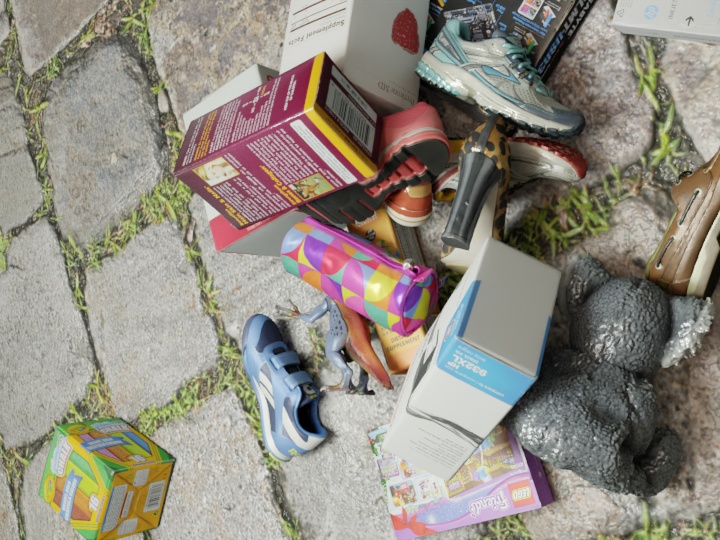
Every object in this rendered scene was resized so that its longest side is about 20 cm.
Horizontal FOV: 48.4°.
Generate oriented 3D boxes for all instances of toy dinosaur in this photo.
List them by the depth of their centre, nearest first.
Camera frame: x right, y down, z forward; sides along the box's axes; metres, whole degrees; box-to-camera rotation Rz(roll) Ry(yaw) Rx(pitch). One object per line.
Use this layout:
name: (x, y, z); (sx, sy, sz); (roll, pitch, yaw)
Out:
toy dinosaur: (-0.005, 0.059, 0.981); (0.199, 0.105, 0.183); (-10, 73, 45)

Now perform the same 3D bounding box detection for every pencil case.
pencil case: (0.000, 0.000, 0.919); (0.199, 0.088, 0.089); (24, 102, 33)

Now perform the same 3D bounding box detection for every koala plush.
koala plush: (0.240, 0.094, 0.778); (0.177, 0.183, 0.201); (28, 94, 32)

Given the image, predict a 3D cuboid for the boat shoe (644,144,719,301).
boat shoe: (0.330, -0.071, 0.770); (0.068, 0.072, 0.201); (23, 101, 33)

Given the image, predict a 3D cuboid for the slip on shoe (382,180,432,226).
slip on shoe: (0.028, -0.135, 0.971); (0.200, 0.074, 0.061); (56, 149, 39)

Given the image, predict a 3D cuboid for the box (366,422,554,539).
box: (0.110, 0.226, 0.936); (0.199, 0.039, 0.138); (-25, 73, 32)

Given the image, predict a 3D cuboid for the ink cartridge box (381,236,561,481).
ink cartridge box: (0.106, 0.091, 0.792); (0.083, 0.146, 0.201); (25, 136, 0)

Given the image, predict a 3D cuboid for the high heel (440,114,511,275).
high heel: (0.135, -0.070, 0.862); (0.071, 0.200, 0.143); (16, 79, 17)

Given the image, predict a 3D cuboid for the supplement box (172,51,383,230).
supplement box: (-0.088, -0.133, 0.860); (0.199, 0.110, 0.086); (-18, 47, 32)

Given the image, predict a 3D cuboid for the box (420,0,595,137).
box: (0.144, -0.288, 0.927); (0.200, 0.050, 0.199); (40, 111, 29)

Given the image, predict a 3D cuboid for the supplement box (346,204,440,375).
supplement box: (0.046, 0.021, 0.974); (0.066, 0.069, 0.201); (-25, 72, 30)

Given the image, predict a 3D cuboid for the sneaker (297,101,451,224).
sneaker: (0.013, -0.121, 0.902); (0.199, 0.074, 0.087); (-23, 48, 27)

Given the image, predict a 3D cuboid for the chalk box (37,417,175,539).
chalk box: (-0.410, 0.313, 1.252); (0.199, 0.124, 0.126); (22, 100, 34)

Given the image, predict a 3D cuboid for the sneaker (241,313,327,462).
sneaker: (-0.099, 0.150, 1.072); (0.082, 0.074, 0.201); (-21, 83, 31)

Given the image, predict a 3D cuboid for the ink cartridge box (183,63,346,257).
ink cartridge box: (-0.116, -0.138, 1.047); (0.144, 0.145, 0.201); (-25, 75, 32)

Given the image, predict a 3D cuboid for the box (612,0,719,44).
box: (0.363, -0.300, 0.776); (0.199, 0.041, 0.157); (19, 99, 34)

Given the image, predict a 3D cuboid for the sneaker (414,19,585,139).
sneaker: (0.153, -0.206, 0.845); (0.199, 0.077, 0.087); (32, 103, 23)

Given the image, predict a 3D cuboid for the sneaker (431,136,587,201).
sneaker: (0.161, -0.108, 0.900); (0.199, 0.078, 0.083); (6, 99, 43)

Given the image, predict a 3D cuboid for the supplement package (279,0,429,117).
supplement package: (-0.004, -0.280, 0.923); (0.119, 0.121, 0.202); (-3, 76, 47)
